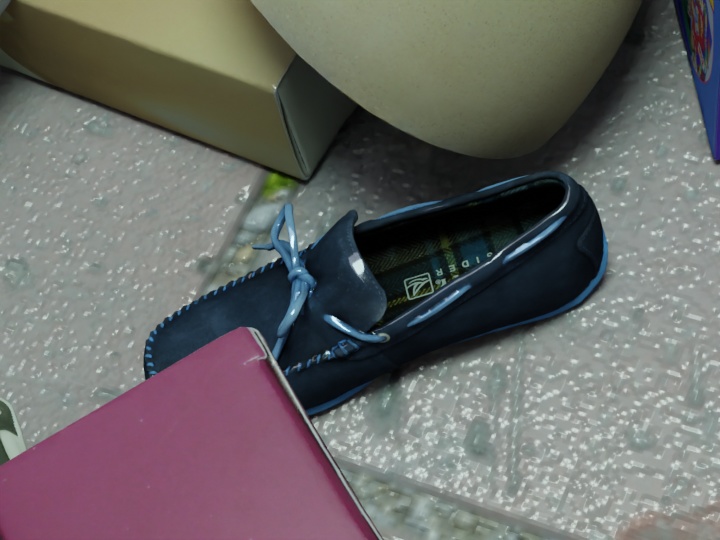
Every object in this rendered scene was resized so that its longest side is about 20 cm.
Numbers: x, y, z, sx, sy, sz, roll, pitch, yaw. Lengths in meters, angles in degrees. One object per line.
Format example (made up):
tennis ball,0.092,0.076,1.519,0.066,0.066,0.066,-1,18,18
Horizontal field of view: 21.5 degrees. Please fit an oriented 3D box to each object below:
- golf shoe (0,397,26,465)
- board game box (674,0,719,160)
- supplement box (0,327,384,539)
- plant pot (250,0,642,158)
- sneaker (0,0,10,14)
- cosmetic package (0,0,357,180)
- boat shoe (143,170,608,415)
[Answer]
golf shoe,-0.189,0.070,0.750,0.200,0.077,0.088,48,51,-5
board game box,0.154,-0.158,0.766,0.045,0.200,0.135,-9,58,3
supplement box,-0.027,0.134,0.629,0.103,0.200,0.131,-29,56,-6
plant pot,0.050,-0.166,0.773,0.134,0.200,0.201,-44,48,34
sneaker,-0.225,-0.088,0.842,0.073,0.071,0.200,37,104,21
cosmetic package,-0.090,-0.129,0.880,0.200,0.071,0.105,20,65,23
boat shoe,0.000,0.000,0.782,0.200,0.069,0.084,-24,57,-3
